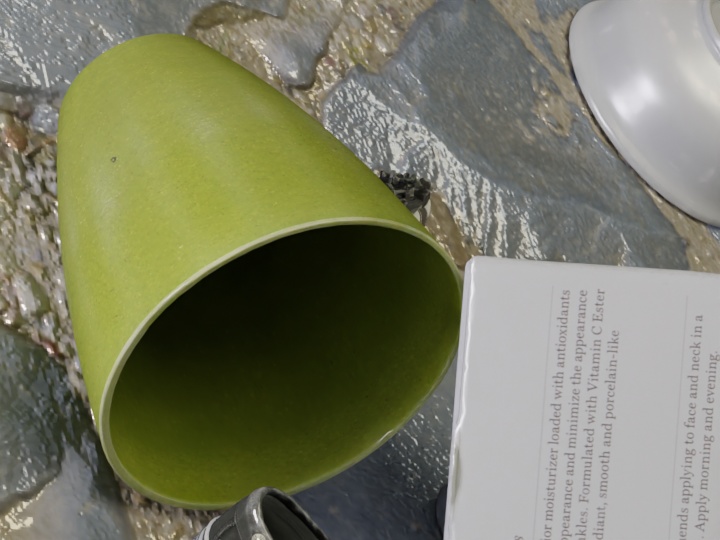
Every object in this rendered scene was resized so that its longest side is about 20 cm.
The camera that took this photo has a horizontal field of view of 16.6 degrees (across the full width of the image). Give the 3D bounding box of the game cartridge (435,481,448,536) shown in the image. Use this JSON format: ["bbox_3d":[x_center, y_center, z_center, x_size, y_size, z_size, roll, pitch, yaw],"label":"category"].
[{"bbox_3d":[0.124,0.190,1.345,0.133,0.041,0.201,-11,66,-57],"label":"game cartridge"}]

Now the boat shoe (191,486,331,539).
[{"bbox_3d":[-0.001,0.191,1.172,0.200,0.064,0.071,49,34,-1],"label":"boat shoe"}]

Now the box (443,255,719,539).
[{"bbox_3d":[0.111,0.101,1.189,0.200,0.130,0.200,31,63,-84],"label":"box"}]

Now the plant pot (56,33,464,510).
[{"bbox_3d":[-0.075,-0.019,1.217,0.187,0.187,0.200,13,33,-42],"label":"plant pot"}]

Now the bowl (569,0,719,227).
[{"bbox_3d":[0.250,-0.136,1.761,0.201,0.090,0.202,30,39,-27],"label":"bowl"}]

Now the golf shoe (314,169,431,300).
[{"bbox_3d":[0.000,0.000,1.367,0.077,0.095,0.200,2,17,4],"label":"golf shoe"}]
